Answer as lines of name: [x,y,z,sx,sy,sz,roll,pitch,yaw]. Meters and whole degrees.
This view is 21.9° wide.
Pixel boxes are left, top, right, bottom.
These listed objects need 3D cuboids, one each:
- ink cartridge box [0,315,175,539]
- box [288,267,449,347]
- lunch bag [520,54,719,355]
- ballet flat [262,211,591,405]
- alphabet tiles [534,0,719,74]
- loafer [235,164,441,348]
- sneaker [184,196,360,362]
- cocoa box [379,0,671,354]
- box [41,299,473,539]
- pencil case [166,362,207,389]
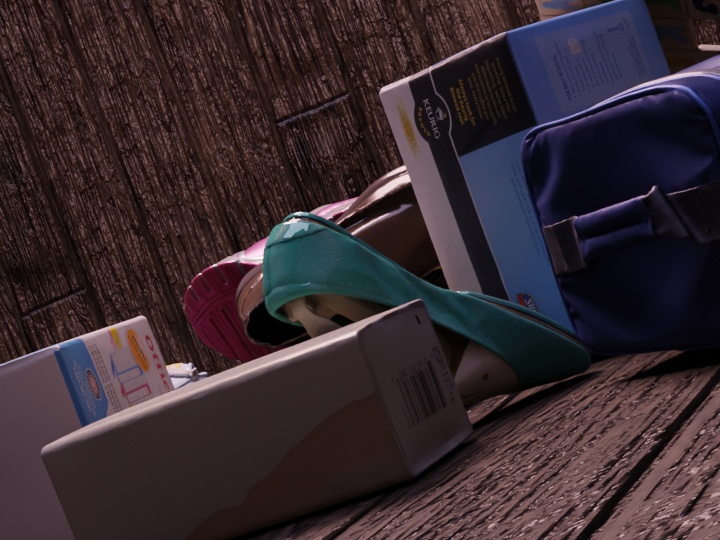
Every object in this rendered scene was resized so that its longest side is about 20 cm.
ink cartridge box: [-0.191,0.113,1.196,0.125,0.129,0.200,-21,1,12]
box: [-0.032,0.075,1.294,0.193,0.048,0.200,-33,5,-22]
lunch bag: [0.174,-0.032,0.917,0.132,0.137,0.200,-22,2,-25]
ballet flat: [0.032,0.038,1.024,0.199,0.071,0.067,24,-28,-14]
alphabet tiles: [0.212,-0.129,1.233,0.166,0.008,0.200,5,-28,23]
loafer: [0.000,0.000,1.245,0.200,0.073,0.071,-35,16,20]
sneaker: [-0.039,0.004,1.364,0.199,0.082,0.088,-22,9,28]
cocoa box: [0.127,-0.051,1.167,0.133,0.201,0.131,-20,0,-39]
box: [-0.054,0.088,0.963,0.199,0.078,0.095,-21,1,27]
pencil case: [-0.175,0.129,1.457,0.091,0.083,0.200,-44,-5,16]
